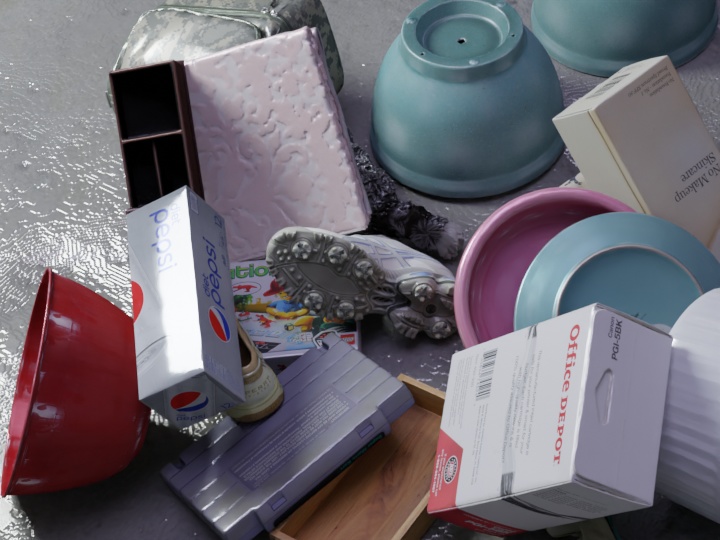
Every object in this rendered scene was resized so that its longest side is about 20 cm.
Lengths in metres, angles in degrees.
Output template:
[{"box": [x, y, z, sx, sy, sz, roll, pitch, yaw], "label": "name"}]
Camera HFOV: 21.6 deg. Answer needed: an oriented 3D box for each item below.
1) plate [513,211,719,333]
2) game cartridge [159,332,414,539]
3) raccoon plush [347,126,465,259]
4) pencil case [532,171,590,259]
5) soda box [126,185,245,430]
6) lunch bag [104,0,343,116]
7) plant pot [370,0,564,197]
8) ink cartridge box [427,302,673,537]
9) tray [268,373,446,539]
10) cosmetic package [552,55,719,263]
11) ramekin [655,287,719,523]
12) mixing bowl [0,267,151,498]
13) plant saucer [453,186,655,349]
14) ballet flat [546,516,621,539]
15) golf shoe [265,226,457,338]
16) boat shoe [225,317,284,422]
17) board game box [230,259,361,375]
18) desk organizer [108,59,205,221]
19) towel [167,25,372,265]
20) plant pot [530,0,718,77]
[{"box": [0.233, 0.046, 1.629, 0.200, 0.026, 0.200, 1, 80, -5], "label": "plate"}, {"box": [-0.062, 0.145, 1.613, 0.200, 0.038, 0.130, -38, 40, -14], "label": "game cartridge"}, {"box": [0.011, -0.078, 1.846, 0.200, 0.097, 0.134, 28, 36, -4], "label": "raccoon plush"}, {"box": [0.214, -0.044, 1.765, 0.200, 0.078, 0.089, -33, 67, -22], "label": "pencil case"}, {"box": [-0.151, 0.030, 1.606, 0.068, 0.063, 0.200, -24, 51, 20], "label": "soda box"}, {"box": [-0.138, -0.198, 1.896, 0.200, 0.139, 0.168, 12, 47, 34], "label": "lunch bag"}, {"box": [0.104, -0.188, 1.873, 0.200, 0.134, 0.200, -4, 46, 4], "label": "plant pot"}, {"box": [0.149, 0.124, 1.503, 0.083, 0.200, 0.147, 22, 67, -26], "label": "ink cartridge box"}, {"box": [0.022, 0.182, 1.602, 0.099, 0.037, 0.200, 23, 52, 27], "label": "tray"}, {"box": [0.271, -0.081, 1.709, 0.103, 0.200, 0.073, -37, 12, -25], "label": "cosmetic package"}, {"box": [0.307, 0.110, 1.526, 0.098, 0.201, 0.200, 18, 51, 33], "label": "ramekin"}, {"box": [-0.237, 0.106, 1.624, 0.108, 0.200, 0.200, 12, 45, -13], "label": "mixing bowl"}, {"box": [0.180, 0.028, 1.665, 0.200, 0.051, 0.201, 1, 81, -4], "label": "plant saucer"}, {"box": [0.182, 0.213, 1.534, 0.069, 0.070, 0.200, -12, 46, -4], "label": "ballet flat"}, {"box": [0.000, 0.000, 1.723, 0.200, 0.078, 0.097, 21, 24, -22], "label": "golf shoe"}, {"box": [-0.135, 0.056, 1.670, 0.073, 0.063, 0.200, -35, 44, -20], "label": "boat shoe"}, {"box": [-0.100, 0.046, 1.749, 0.200, 0.035, 0.126, -6, 46, 2], "label": "board game box"}, {"box": [-0.185, -0.091, 1.732, 0.072, 0.200, 0.077, -9, 3, 0], "label": "desk organizer"}, {"box": [-0.098, -0.113, 1.771, 0.191, 0.200, 0.032, -13, 6, 25], "label": "towel"}, {"box": [0.277, -0.318, 1.981, 0.200, 0.134, 0.200, -4, 45, 4], "label": "plant pot"}]
